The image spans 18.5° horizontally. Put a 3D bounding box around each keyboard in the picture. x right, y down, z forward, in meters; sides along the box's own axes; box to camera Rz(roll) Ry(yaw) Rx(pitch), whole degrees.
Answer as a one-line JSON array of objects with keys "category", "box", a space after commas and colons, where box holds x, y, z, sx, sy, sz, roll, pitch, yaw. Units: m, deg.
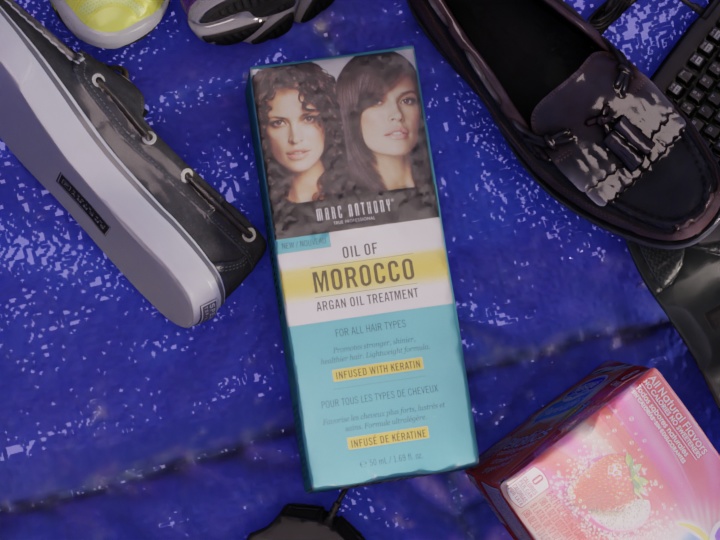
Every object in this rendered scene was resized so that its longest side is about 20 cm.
[{"category": "keyboard", "box": [0.175, -0.120, 1.064, 0.127, 0.021, 0.200, 34, 78, 16]}]

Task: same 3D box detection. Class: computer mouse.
[{"category": "computer mouse", "box": [-0.011, 0.110, 1.067, 0.058, 0.034, 0.200, 28, 81, 1]}]

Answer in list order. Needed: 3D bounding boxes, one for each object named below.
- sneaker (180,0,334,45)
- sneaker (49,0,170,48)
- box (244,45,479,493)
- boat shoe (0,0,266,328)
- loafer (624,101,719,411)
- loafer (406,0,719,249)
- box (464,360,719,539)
[{"category": "sneaker", "box": [-0.019, -0.189, 1.053, 0.083, 0.081, 0.200, 40, 79, 12]}, {"category": "sneaker", "box": [-0.105, -0.203, 1.024, 0.075, 0.076, 0.201, 11, 83, -6]}, {"category": "box", "box": [0.000, 0.000, 1.042, 0.082, 0.049, 0.201, -8, 83, -6]}, {"category": "boat shoe", "box": [-0.124, -0.064, 1.039, 0.057, 0.069, 0.200, -41, 95, -24]}, {"category": "loafer", "box": [0.174, 0.008, 1.069, 0.072, 0.063, 0.201, -20, 73, 4]}, {"category": "loafer", "box": [0.087, -0.088, 1.024, 0.072, 0.063, 0.200, -44, 70, 2]}, {"category": "box", "box": [0.149, 0.149, 1.044, 0.095, 0.103, 0.200, -36, 93, -5]}]
